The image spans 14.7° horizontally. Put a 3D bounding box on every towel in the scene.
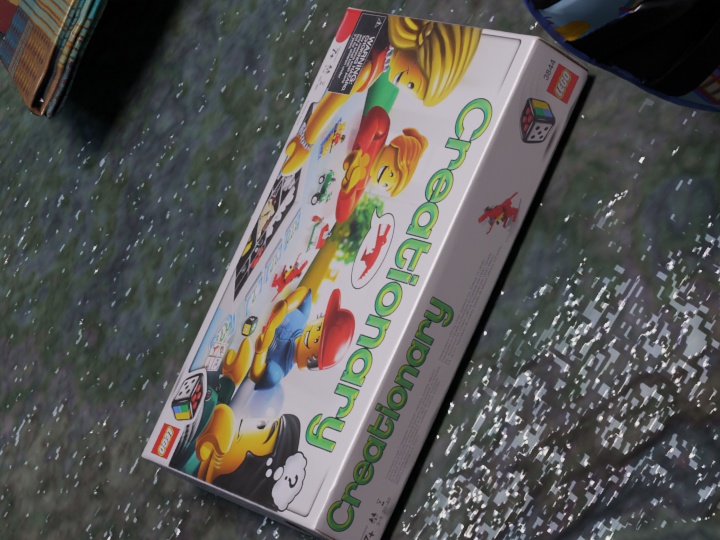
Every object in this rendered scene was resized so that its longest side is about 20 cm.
[{"bbox_3d":[-0.117,-0.175,1.301,0.201,0.022,0.147,-66,17,9],"label":"towel"}]

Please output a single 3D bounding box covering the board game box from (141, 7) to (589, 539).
[{"bbox_3d":[0.000,0.000,1.068,0.126,0.035,0.201,15,79,54],"label":"board game box"}]

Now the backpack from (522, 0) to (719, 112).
[{"bbox_3d":[0.121,-0.162,0.907,0.201,0.182,0.135,-58,38,15],"label":"backpack"}]

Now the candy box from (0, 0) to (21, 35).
[{"bbox_3d":[-0.233,-0.205,1.432,0.057,0.116,0.200,-52,37,13],"label":"candy box"}]
